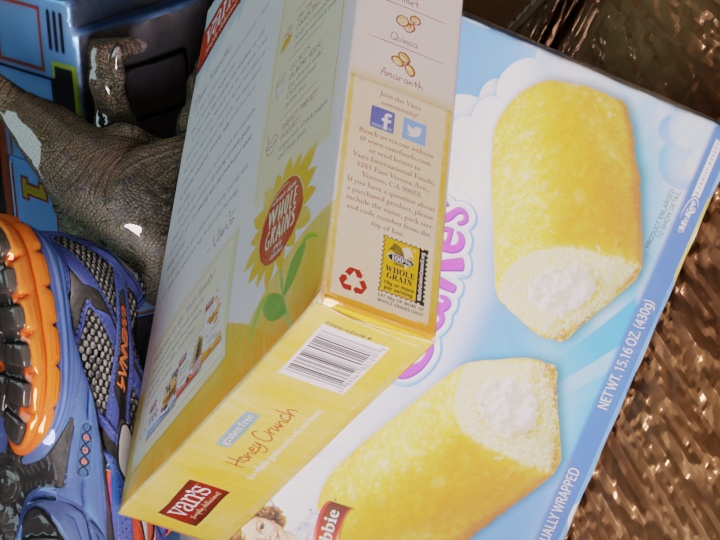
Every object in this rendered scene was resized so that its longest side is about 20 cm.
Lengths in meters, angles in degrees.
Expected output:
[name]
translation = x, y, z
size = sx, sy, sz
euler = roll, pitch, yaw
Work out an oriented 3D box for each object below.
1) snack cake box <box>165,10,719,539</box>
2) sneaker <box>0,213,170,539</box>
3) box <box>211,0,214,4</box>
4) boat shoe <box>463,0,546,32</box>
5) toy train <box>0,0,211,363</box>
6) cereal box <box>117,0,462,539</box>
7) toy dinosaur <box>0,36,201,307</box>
[snack cake box]
translation = 0.025, 0.021, 0.706
size = 0.200, 0.115, 0.067
euler = -68, 20, 7
[sneaker]
translation = -0.083, 0.079, 0.669
size = 0.075, 0.078, 0.200
euler = -9, 87, 41
[box]
translation = -0.057, -0.074, 0.874
size = 0.048, 0.122, 0.200
euler = -35, -9, -40
[boat shoe]
translation = 0.070, -0.151, 0.806
size = 0.200, 0.074, 0.066
euler = -58, 22, 20
[toy train]
translation = -0.111, -0.036, 0.834
size = 0.114, 0.087, 0.200
euler = 21, 122, 42
[cereal box]
translation = -0.017, -0.037, 0.641
size = 0.144, 0.039, 0.200
euler = -47, 29, 51
[toy dinosaur]
translation = -0.059, -0.022, 0.740
size = 0.077, 0.200, 0.102
euler = -16, 52, 32
